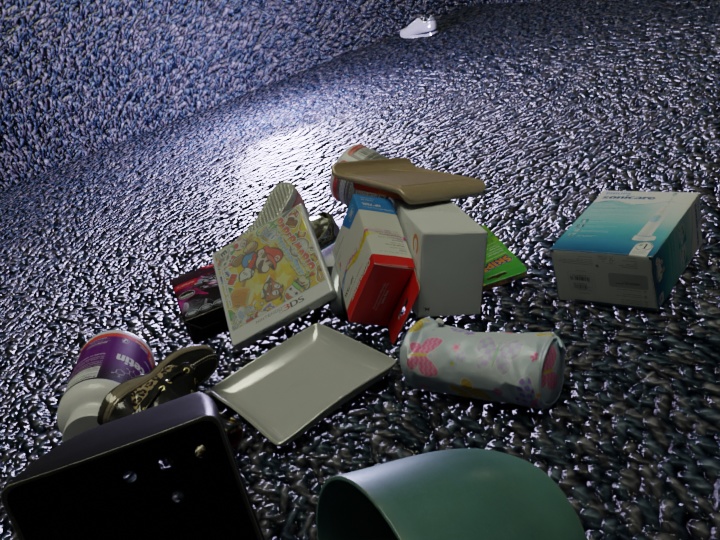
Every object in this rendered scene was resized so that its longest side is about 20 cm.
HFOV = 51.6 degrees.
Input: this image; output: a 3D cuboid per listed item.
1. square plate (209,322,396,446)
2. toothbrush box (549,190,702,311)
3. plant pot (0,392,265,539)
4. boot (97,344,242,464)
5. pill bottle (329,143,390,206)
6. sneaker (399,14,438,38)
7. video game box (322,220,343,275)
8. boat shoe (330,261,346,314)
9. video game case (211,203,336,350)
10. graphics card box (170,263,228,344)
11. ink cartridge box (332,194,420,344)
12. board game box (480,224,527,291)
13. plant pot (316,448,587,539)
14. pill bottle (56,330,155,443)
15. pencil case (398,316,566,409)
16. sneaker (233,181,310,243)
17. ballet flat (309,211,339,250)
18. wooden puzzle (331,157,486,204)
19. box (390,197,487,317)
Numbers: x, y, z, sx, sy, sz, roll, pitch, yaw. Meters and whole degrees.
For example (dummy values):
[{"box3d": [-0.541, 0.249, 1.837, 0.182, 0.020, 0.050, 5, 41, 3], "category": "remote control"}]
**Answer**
[{"box3d": [-0.080, 0.152, 1.014, 0.199, 0.029, 0.197, -30, 28, -28], "category": "square plate"}, {"box3d": [0.381, -0.036, 1.057, 0.145, 0.086, 0.200, 6, 33, 39], "category": "toothbrush box"}, {"box3d": [-0.206, 0.232, 0.751, 0.197, 0.203, 0.177, -19, 14, -6], "category": "plant pot"}, {"box3d": [-0.213, 0.177, 0.951, 0.149, 0.074, 0.199, 28, 25, 20], "category": "boot"}, {"box3d": [0.049, -0.144, 1.376, 0.199, 0.117, 0.116, 31, 47, 25], "category": "pill bottle"}, {"box3d": [0.249, -1.050, 3.207, 0.198, 0.081, 0.076, 6, 34, 41], "category": "sneaker"}, {"box3d": [-0.094, -0.032, 1.378, 0.197, 0.047, 0.183, -3, 31, 26], "category": "video game box"}, {"box3d": [0.000, 0.000, 1.221, 0.066, 0.074, 0.201, -1, 34, 14], "category": "boat shoe"}, {"box3d": [-0.144, 0.006, 1.197, 0.180, 0.023, 0.201, -29, 50, 7], "category": "video game case"}, {"box3d": [-0.258, 0.047, 1.307, 0.124, 0.051, 0.200, -21, 27, -12], "category": "graphics card box"}, {"box3d": [0.019, -0.004, 1.096, 0.066, 0.117, 0.201, 7, 39, -20], "category": "ink cartridge box"}, {"box3d": [0.192, -0.017, 1.201, 0.094, 0.030, 0.200, -18, 23, -3], "category": "board game box"}, {"box3d": [0.079, 0.231, 0.575, 0.159, 0.204, 0.200, -14, 22, -26], "category": "plant pot"}, {"box3d": [-0.350, 0.174, 1.029, 0.111, 0.114, 0.201, -16, 26, -1], "category": "pill bottle"}, {"box3d": [0.146, 0.110, 0.901, 0.198, 0.083, 0.091, 5, 54, 36], "category": "pencil case"}, {"box3d": [-0.154, -0.048, 1.325, 0.075, 0.105, 0.202, 17, 68, 35], "category": "sneaker"}, {"box3d": [-0.108, -0.041, 1.277, 0.071, 0.073, 0.200, 5, 36, 37], "category": "ballet flat"}, {"box3d": [0.077, -0.144, 1.221, 0.183, 0.038, 0.199, -11, 26, -37], "category": "wooden puzzle"}, {"box3d": [0.109, -0.027, 1.119, 0.096, 0.126, 0.200, -2, 20, -10], "category": "box"}]
